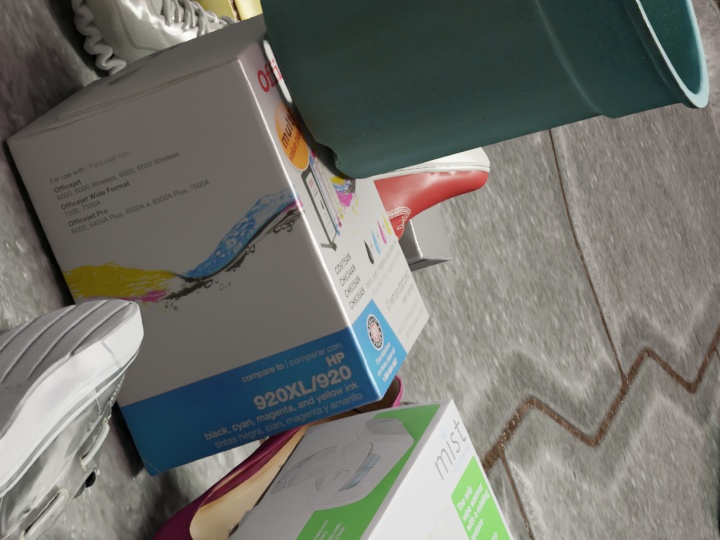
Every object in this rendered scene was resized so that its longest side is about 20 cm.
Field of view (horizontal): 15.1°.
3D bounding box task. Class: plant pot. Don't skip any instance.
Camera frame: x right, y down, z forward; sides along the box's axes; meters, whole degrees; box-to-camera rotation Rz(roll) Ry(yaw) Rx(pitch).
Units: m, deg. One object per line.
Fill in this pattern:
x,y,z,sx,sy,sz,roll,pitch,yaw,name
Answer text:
0.060,-0.150,1.463,0.200,0.195,0.201,-19,90,-73,plant pot

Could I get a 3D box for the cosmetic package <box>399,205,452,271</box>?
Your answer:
-0.021,-0.086,1.787,0.090,0.106,0.201,-8,83,-73,cosmetic package

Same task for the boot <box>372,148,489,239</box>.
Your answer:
0.000,0.000,1.677,0.072,0.199,0.145,-24,-98,68,boot

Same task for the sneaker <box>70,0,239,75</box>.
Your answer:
-0.107,-0.135,1.615,0.200,0.081,0.075,51,29,-47,sneaker

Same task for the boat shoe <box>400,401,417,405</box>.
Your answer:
0.036,0.169,1.657,0.074,0.074,0.201,97,-16,-46,boat shoe

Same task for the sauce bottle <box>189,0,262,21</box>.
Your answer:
-0.099,-0.192,1.713,0.066,0.066,0.201,-38,111,-72,sauce bottle

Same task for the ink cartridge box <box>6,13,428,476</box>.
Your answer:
-0.074,-0.021,1.493,0.147,0.144,0.201,-54,123,-69,ink cartridge box

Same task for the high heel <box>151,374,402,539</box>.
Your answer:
-0.050,0.121,1.449,0.067,0.096,0.200,40,40,3,high heel

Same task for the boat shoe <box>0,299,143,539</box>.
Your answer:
-0.156,0.079,1.301,0.200,0.072,0.071,-51,131,-58,boat shoe

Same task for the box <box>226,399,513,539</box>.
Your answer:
0.007,0.193,1.371,0.177,0.096,0.200,67,30,-19,box
